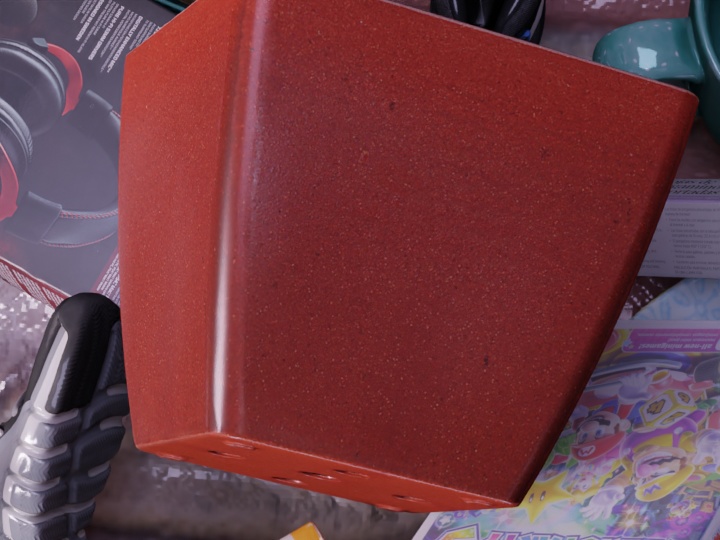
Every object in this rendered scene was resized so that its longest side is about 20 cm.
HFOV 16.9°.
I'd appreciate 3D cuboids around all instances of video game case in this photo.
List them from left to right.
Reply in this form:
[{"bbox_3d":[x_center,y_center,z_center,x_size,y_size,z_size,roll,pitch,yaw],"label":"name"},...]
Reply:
[{"bbox_3d":[0.103,0.091,1.041,0.142,0.018,0.200,0,39,39],"label":"video game case"}]

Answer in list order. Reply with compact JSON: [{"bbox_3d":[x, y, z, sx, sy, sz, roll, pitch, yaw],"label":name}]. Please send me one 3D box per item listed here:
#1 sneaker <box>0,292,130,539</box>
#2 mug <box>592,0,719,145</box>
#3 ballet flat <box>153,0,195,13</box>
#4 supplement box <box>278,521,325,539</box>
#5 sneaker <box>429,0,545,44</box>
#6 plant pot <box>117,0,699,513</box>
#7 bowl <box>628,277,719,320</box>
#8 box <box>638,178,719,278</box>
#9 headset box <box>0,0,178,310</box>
[{"bbox_3d":[-0.180,0.097,1.127,0.115,0.075,0.202,17,99,23],"label":"sneaker"},{"bbox_3d":[0.217,-0.114,1.156,0.184,0.114,0.153,22,79,9],"label":"mug"},{"bbox_3d":[-0.111,-0.171,1.212,0.199,0.070,0.068,24,84,10],"label":"ballet flat"},{"bbox_3d":[-0.086,0.199,1.090,0.199,0.126,0.074,-29,78,-3],"label":"supplement box"},{"bbox_3d":[0.071,-0.188,1.184,0.072,0.112,0.202,3,77,2],"label":"sneaker"},{"bbox_3d":[-0.001,0.002,1.015,0.198,0.200,0.178,15,80,-17],"label":"plant pot"},{"bbox_3d":[0.206,0.082,1.100,0.199,0.200,0.108,-28,119,-4],"label":"bowl"},{"bbox_3d":[0.196,-0.019,1.110,0.199,0.039,0.042,1,109,42],"label":"box"},{"bbox_3d":[-0.140,-0.063,1.184,0.199,0.075,0.149,30,80,10],"label":"headset box"}]
